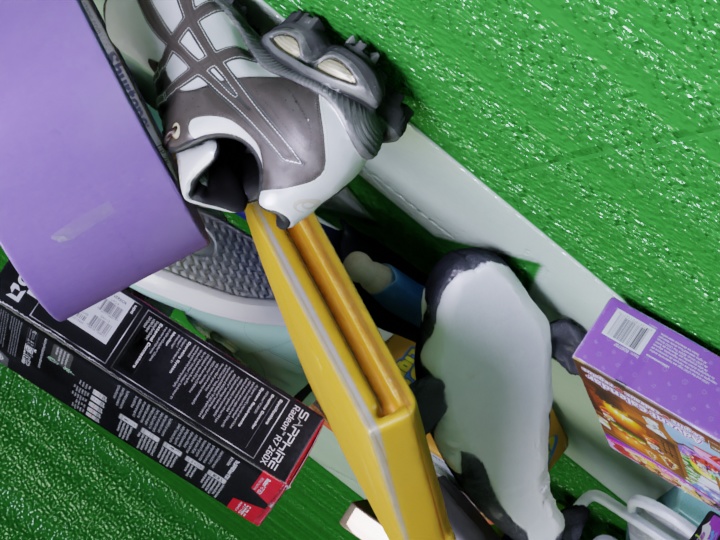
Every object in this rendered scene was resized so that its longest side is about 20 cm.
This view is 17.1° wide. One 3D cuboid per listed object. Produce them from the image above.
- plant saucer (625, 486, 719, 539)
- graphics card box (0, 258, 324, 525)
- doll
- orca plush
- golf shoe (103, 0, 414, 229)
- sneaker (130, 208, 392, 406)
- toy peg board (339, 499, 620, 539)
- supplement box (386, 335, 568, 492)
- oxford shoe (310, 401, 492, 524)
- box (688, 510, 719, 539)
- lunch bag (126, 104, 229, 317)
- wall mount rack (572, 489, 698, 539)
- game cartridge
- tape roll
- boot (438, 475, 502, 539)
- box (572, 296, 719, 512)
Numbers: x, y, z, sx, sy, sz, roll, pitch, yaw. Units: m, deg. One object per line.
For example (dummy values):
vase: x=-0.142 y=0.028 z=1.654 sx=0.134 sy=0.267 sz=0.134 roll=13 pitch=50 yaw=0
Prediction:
plant saucer: x=0.204 y=0.167 z=1.468 sx=0.070 sy=0.019 sz=0.200 roll=36 pitch=169 yaw=5
graphics card box: x=-0.122 y=0.064 z=1.368 sx=0.199 sy=0.051 sz=0.126 roll=31 pitch=161 yaw=0
doll: x=0.000 y=0.000 z=1.321 sx=0.200 sy=0.049 sz=0.136 roll=35 pitch=175 yaw=5
orca plush: x=0.072 y=0.063 z=1.270 sx=0.200 sy=0.105 sz=0.071 roll=55 pitch=178 yaw=-34
golf shoe: x=-0.071 y=-0.082 z=1.112 sx=0.200 sy=0.095 sz=0.078 roll=26 pitch=165 yaw=46
sneaker: x=-0.085 y=0.036 z=1.389 sx=0.200 sy=0.118 sz=0.074 roll=19 pitch=-142 yaw=-33
toy peg board: x=0.109 y=0.192 z=1.703 sx=0.200 sy=0.098 sz=0.199 roll=34 pitch=-176 yaw=11
supplement box: x=0.028 y=0.071 z=1.479 sx=0.200 sy=0.067 sz=0.069 roll=31 pitch=165 yaw=23
oxford shoe: x=0.027 y=0.101 z=1.589 sx=0.200 sy=0.071 sz=0.073 roll=29 pitch=161 yaw=31
box: x=0.263 y=0.194 z=1.260 sx=0.143 sy=0.036 sz=0.200 roll=34 pitch=180 yaw=-14
lunch bag: x=-0.192 y=-0.068 z=1.438 sx=0.200 sy=0.122 sz=0.170 roll=36 pitch=167 yaw=23
wall mount rack: x=0.194 y=0.210 z=1.428 sx=0.173 sy=0.075 sz=0.200 roll=35 pitch=169 yaw=19
game cartridge: x=0.000 y=0.064 z=1.224 sx=0.177 sy=0.032 sz=0.200 roll=61 pitch=174 yaw=36
tape roll: x=-0.153 y=-0.082 z=1.158 sx=0.201 sy=0.085 sz=0.200 roll=63 pitch=180 yaw=0
boot: x=0.080 y=0.202 z=1.491 sx=0.138 sy=0.077 sz=0.200 roll=47 pitch=160 yaw=19
box: x=0.202 y=0.098 z=1.156 sx=0.200 sy=0.039 sz=0.137 roll=31 pitch=168 yaw=24
